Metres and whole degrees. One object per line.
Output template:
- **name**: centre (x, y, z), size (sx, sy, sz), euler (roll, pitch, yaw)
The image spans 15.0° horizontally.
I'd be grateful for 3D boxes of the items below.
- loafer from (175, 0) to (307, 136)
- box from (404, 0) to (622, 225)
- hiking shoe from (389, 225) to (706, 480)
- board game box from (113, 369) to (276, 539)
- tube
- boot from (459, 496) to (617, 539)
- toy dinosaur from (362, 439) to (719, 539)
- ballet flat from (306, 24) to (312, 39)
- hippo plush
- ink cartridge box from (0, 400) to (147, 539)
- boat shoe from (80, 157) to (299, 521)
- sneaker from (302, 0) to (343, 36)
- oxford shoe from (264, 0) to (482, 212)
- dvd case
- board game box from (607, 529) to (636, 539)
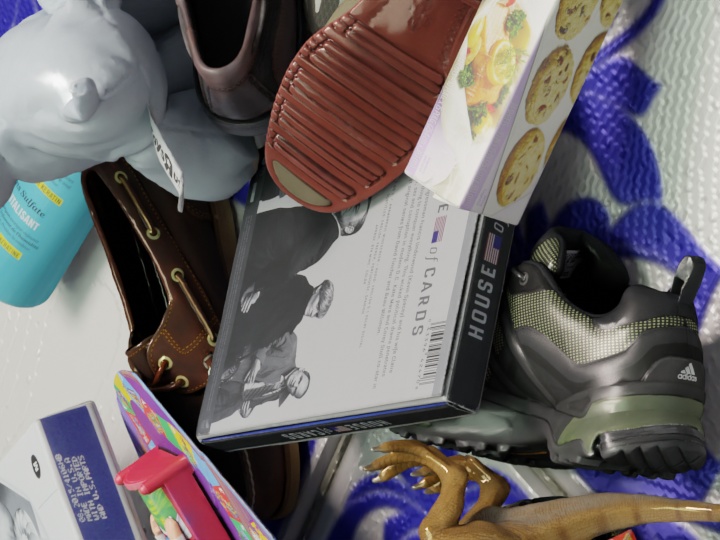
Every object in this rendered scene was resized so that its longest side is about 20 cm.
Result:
- **loafer**: centre (-0.061, -0.164, 1.261), size (0.071, 0.063, 0.201), euler (-11, 72, 11)
- **box**: centre (0.081, -0.117, 1.111), size (0.039, 0.041, 0.201), euler (34, 103, 41)
- **hiking shoe**: centre (0.080, 0.033, 1.179), size (0.199, 0.075, 0.101), euler (3, 81, 51)
- **board game box**: centre (-0.079, 0.142, 1.338), size (0.200, 0.039, 0.158), euler (46, 161, 32)
- **tube**: centre (-0.145, -0.066, 1.432), size (0.078, 0.050, 0.200), euler (48, 126, 22)
- **boot**: centre (0.114, 0.161, 1.142), size (0.202, 0.073, 0.155), euler (-19, 57, 23)
- **toy dinosaur**: centre (0.057, 0.116, 1.143), size (0.107, 0.199, 0.061), euler (60, 173, 31)
- **ballet flat**: centre (-0.080, -0.171, 1.327), size (0.067, 0.046, 0.201), euler (-51, 60, 43)
- **hippo plush**: centre (-0.152, -0.064, 1.295), size (0.160, 0.159, 0.201), euler (-29, 41, 17)
- **ink cartridge box**: centre (-0.147, 0.192, 1.446), size (0.201, 0.040, 0.200), euler (68, 155, 13)
- **boat shoe**: centre (-0.090, 0.034, 1.366), size (0.070, 0.070, 0.201), euler (-27, 78, 48)
- **sneaker**: centre (-0.013, -0.191, 1.214), size (0.077, 0.083, 0.202), euler (21, 117, 46)
- **oxford shoe**: centre (0.026, -0.107, 1.192), size (0.070, 0.075, 0.200), euler (37, 124, -1)
- **dvd case**: centre (0.000, 0.000, 1.228), size (0.199, 0.025, 0.151), euler (-12, 61, 54)
- **board game box**: centre (0.079, 0.222, 1.059), size (0.151, 0.046, 0.201), euler (-24, 94, 19)
